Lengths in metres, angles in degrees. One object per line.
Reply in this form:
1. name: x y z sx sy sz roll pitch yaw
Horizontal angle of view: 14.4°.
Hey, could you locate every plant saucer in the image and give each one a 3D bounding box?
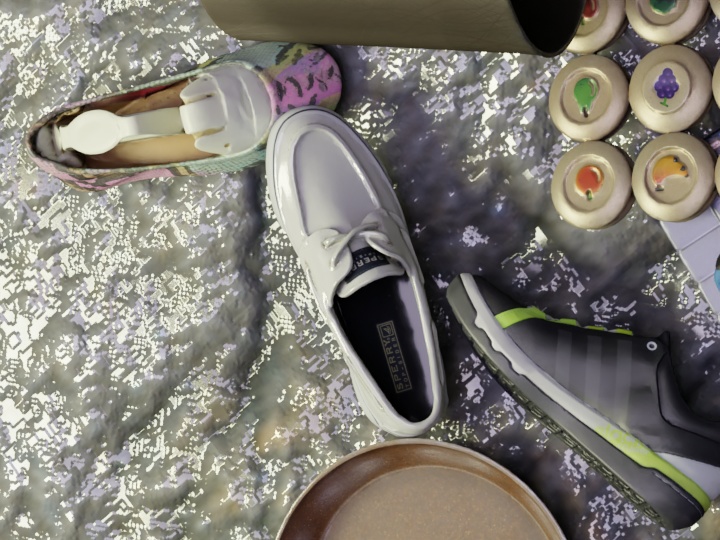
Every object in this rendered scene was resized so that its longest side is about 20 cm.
1. plant saucer: 0.041 0.196 1.658 0.199 0.034 0.202 1 93 23

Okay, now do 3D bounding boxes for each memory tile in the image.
1. memory tile: 0.192 -0.102 1.557 0.199 0.017 0.155 -6 79 29

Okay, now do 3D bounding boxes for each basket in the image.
1. basket: 0.013 -0.194 1.590 0.199 0.136 0.182 -6 68 27

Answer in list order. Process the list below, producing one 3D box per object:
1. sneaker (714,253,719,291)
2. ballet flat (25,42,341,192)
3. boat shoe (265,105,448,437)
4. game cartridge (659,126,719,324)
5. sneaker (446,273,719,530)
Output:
1. sneaker: 0.245 0.073 1.522 0.090 0.078 0.200 -31 102 31
2. ballet flat: -0.109 -0.087 1.680 0.199 0.071 0.070 -12 88 22
3. boat shoe: 0.000 0.000 1.629 0.071 0.066 0.201 -16 90 -7
4. game cartridge: 0.263 -0.046 1.550 0.199 0.038 0.130 -34 85 21
5. sneaker: 0.137 0.060 1.603 0.200 0.072 0.083 42 84 13
